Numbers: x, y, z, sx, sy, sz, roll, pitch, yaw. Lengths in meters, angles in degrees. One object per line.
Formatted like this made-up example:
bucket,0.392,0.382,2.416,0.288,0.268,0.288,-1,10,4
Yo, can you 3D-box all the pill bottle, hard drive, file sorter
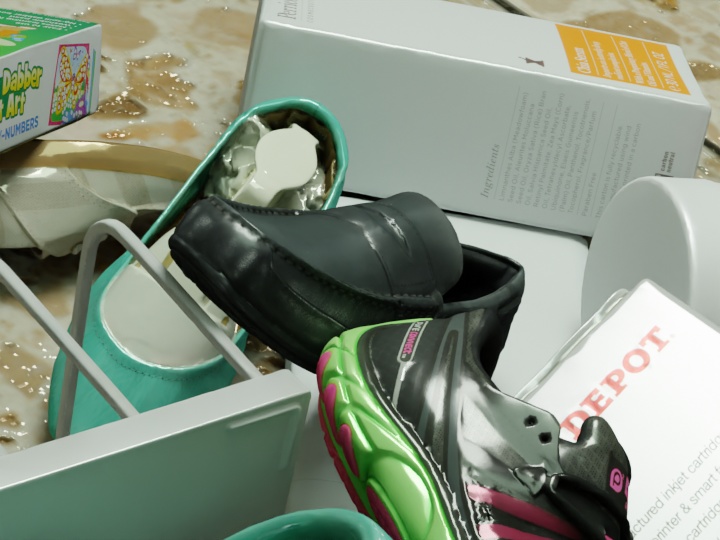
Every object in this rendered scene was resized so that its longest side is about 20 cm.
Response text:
pill bottle,0.199,0.018,0.948,0.200,0.114,0.113,5,37,-21
hard drive,0.035,0.045,0.943,0.132,0.027,0.200,9,38,-8
file sorter,-0.141,0.082,0.745,0.200,0.139,0.125,-16,44,-35

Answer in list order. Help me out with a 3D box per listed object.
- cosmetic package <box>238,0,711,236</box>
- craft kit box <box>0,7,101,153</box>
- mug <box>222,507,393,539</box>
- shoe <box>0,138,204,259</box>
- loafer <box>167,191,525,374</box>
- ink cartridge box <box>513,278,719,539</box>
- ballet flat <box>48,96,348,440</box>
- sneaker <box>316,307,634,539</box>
cosmetic package,0.048,-0.074,1.044,0.199,0.071,0.101,10,20,-5
craft kit box,-0.229,-0.080,0.919,0.199,0.049,0.198,9,17,12
mug,-0.070,0.155,0.665,0.114,0.152,0.185,4,9,41
shoe,-0.156,-0.029,0.962,0.200,0.054,0.070,2,3,-22
loafer,0.000,0.000,0.835,0.068,0.070,0.200,42,9,28
ink cartridge box,0.127,0.120,0.790,0.200,0.084,0.145,36,66,25
ballet flat,-0.061,-0.004,0.913,0.067,0.070,0.200,29,48,3
sneaker,0.056,0.088,0.723,0.084,0.077,0.200,-24,62,-10
